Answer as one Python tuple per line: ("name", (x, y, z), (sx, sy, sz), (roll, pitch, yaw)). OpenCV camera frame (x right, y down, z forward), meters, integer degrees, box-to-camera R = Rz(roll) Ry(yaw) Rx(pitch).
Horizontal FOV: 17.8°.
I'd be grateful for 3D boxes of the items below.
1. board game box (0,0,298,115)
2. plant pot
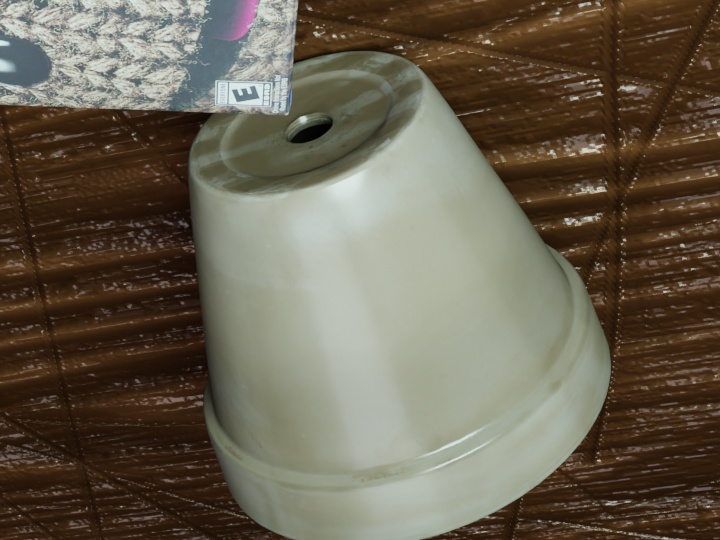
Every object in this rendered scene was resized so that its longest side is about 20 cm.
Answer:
("board game box", (-0.122, -0.152, 0.928), (0.199, 0.097, 0.160), (2, 144, -3))
("plant pot", (0.000, 0.000, 1.080), (0.199, 0.200, 0.174), (-8, 125, 20))
